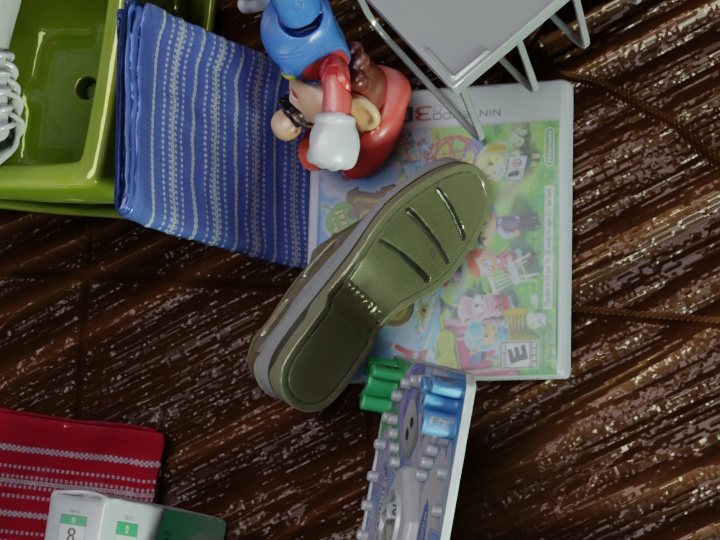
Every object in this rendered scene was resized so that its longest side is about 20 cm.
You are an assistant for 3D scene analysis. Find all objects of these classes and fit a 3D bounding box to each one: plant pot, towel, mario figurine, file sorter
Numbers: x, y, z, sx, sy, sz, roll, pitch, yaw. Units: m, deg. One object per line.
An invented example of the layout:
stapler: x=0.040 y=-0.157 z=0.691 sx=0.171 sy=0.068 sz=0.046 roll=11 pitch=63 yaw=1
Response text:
plant pot: x=-0.212 y=-0.135 z=1.406 sx=0.199 sy=0.181 sz=0.200 roll=4 pitch=81 yaw=21
towel: x=-0.090 y=-0.086 z=1.342 sx=0.024 sy=0.200 sz=0.145 roll=-8 pitch=76 yaw=34
towel: x=-0.205 y=0.195 z=1.365 sx=0.022 sy=0.145 sz=0.200 roll=-8 pitch=72 yaw=58
mario figurine: x=-0.045 y=-0.134 z=1.322 sx=0.106 sy=0.200 sz=0.124 roll=-3 pitch=43 yaw=31
file sorter: x=0.103 y=-0.205 z=1.323 sx=0.200 sy=0.125 sz=0.139 roll=-40 pitch=68 yaw=-1

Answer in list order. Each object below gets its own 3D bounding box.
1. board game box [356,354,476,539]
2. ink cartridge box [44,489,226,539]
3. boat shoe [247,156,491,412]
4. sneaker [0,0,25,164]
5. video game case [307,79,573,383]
board game box: x=0.017 y=0.154 z=1.249 sx=0.026 sy=0.200 sz=0.200 roll=10 pitch=89 yaw=-12
ink cartridge box: x=-0.154 y=0.248 z=1.315 sx=0.050 sy=0.161 sz=0.200 roll=2 pitch=79 yaw=24
boat shoe: x=0.000 y=0.000 z=1.331 sx=0.200 sy=0.075 sz=0.068 roll=-46 pitch=33 yaw=-14
sneaker: x=-0.240 y=-0.105 z=1.282 sx=0.071 sy=0.073 sz=0.200 roll=22 pitch=95 yaw=14
video game case: x=0.051 y=-0.025 z=1.372 sx=0.182 sy=0.022 sz=0.200 roll=-2 pitch=78 yaw=20
